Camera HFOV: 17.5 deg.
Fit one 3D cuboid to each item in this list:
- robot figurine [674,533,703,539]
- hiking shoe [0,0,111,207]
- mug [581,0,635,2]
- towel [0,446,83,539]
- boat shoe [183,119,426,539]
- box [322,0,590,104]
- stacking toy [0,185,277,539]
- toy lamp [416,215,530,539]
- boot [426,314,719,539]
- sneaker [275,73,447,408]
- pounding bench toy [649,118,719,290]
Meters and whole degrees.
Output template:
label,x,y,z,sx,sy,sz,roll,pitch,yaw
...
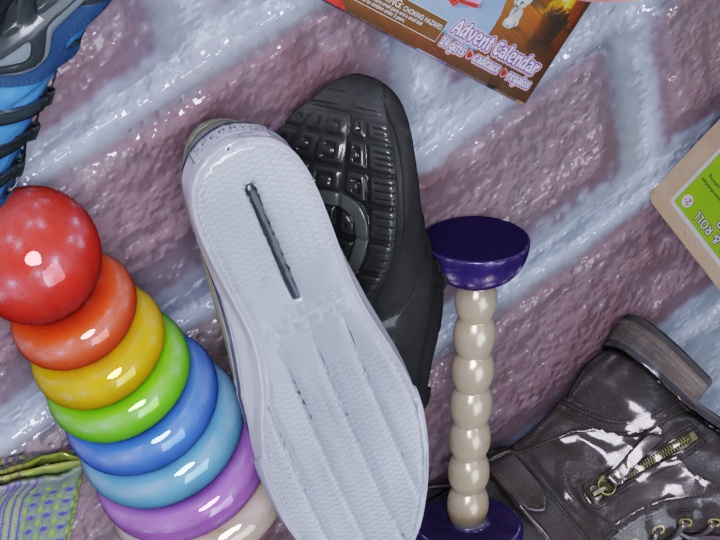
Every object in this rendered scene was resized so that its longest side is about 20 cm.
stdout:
label,x,y,z,sx,sy,sz,roll,pitch,yaw
robot figurine,0.116,0.214,1.278,0.199,0.125,0.151,-30,151,-22
hiking shoe,-0.145,-0.067,0.839,0.200,0.075,0.087,-42,151,8
mug,0.102,-0.223,0.877,0.132,0.178,0.202,-19,112,-8
towel,-0.208,0.151,0.994,0.199,0.023,0.145,-11,129,-38
boat shoe,-0.022,0.028,0.962,0.071,0.062,0.202,-18,110,-4
box,0.040,-0.160,0.951,0.199,0.039,0.137,20,106,-50
stacking toy,-0.099,0.039,0.961,0.085,0.085,0.201,-39,137,-11
toy lamp,0.052,0.077,1.123,0.058,0.058,0.202,-19,121,-32
boot,0.140,0.141,1.216,0.174,0.200,0.069,-45,176,-12
sneaker,0.000,0.000,1.036,0.091,0.075,0.201,-39,142,-47
pounding bench toy,0.277,0.003,1.177,0.124,0.201,0.155,-47,144,19
